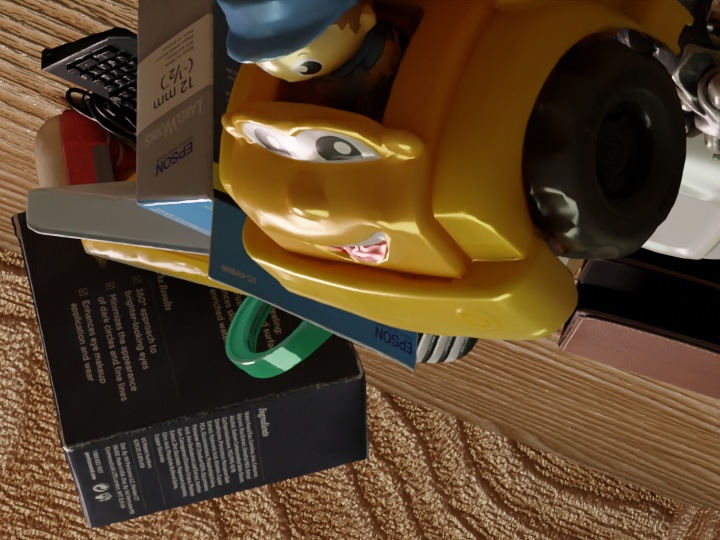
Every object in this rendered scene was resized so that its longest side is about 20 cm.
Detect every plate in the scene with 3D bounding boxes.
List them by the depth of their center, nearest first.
[{"bbox_3d":[0.117,-0.052,0.994,0.199,0.032,0.200,19,171,5],"label":"plate"}]

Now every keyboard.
[{"bbox_3d":[-0.086,-0.075,1.099,0.200,0.040,0.104,23,160,-36],"label":"keyboard"}]

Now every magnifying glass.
[{"bbox_3d":[0.000,0.000,1.060,0.200,0.080,0.022,-28,123,35],"label":"magnifying glass"}]

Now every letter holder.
[{"bbox_3d":[0.241,0.024,1.265,0.200,0.101,0.142,17,171,4],"label":"letter holder"}]

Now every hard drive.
[{"bbox_3d":[-0.080,-0.034,1.125,0.132,0.027,0.200,7,-173,24],"label":"hard drive"}]

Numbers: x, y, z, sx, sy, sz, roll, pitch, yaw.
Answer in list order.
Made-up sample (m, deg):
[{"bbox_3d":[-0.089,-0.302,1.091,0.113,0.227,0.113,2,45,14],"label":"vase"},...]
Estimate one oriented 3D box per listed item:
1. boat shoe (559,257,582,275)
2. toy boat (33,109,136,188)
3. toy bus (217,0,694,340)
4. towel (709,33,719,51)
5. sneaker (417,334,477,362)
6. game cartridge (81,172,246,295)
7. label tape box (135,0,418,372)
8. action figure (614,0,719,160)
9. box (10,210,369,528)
[{"bbox_3d":[0.073,-0.043,1.141,0.069,0.071,0.200,22,-167,-17],"label":"boat shoe"},{"bbox_3d":[-0.188,-0.065,1.644,0.131,0.131,0.200,-12,170,3],"label":"toy boat"},{"bbox_3d":[0.008,-0.106,0.530,0.136,0.200,0.192,11,162,41],"label":"toy bus"},{"bbox_3d":[0.092,-0.109,0.939,0.200,0.035,0.193,21,169,-8],"label":"towel"},{"bbox_3d":[0.063,-0.034,1.366,0.075,0.116,0.200,5,141,-19],"label":"sneaker"},{"bbox_3d":[-0.052,-0.047,1.269,0.200,0.176,0.032,12,128,33],"label":"game cartridge"},{"bbox_3d":[-0.042,-0.050,0.993,0.143,0.200,0.066,25,142,-39],"label":"label tape box"},{"bbox_3d":[0.144,-0.077,0.682,0.102,0.200,0.119,-17,152,-14],"label":"action figure"},{"bbox_3d":[-0.114,0.045,1.336,0.200,0.197,0.117,-14,145,-7],"label":"box"}]
